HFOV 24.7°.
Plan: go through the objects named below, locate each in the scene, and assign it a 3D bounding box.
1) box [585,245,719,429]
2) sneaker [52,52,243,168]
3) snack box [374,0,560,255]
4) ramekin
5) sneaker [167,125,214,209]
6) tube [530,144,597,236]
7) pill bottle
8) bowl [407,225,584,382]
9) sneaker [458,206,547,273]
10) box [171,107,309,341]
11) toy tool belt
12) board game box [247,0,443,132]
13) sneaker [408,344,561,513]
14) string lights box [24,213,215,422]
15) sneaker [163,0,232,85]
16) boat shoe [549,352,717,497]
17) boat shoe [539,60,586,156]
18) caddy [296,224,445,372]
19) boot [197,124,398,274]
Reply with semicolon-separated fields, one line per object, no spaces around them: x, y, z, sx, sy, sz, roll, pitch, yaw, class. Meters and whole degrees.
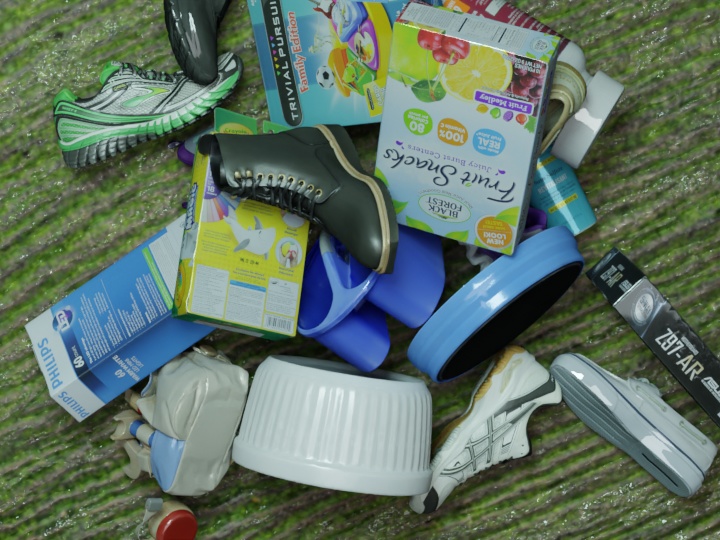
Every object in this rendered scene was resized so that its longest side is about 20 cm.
0.312;0.076;1.621;0.043;0.160;0.200;-41;99;6;box
-0.207;-0.170;1.591;0.198;0.078;0.086;-21;100;1;sneaker
0.090;-0.125;1.455;0.141;0.053;0.202;17;127;12;snack box
-0.021;0.147;1.603;0.197;0.200;0.107;10;91;-5;ramekin
-0.125;-0.046;1.629;0.087;0.074;0.202;-17;90;11;sneaker
0.168;-0.125;1.639;0.077;0.050;0.202;-30;93;-7;tube
0.146;-0.188;1.570;0.199;0.110;0.110;32;98;6;pill bottle
0.134;0.036;1.585;0.200;0.201;0.040;-40;75;4;bowl
0.108;-0.081;1.610;0.200;0.081;0.088;44;127;-13;sneaker
-0.108;-0.044;1.552;0.116;0.048;0.203;14;77;-26;box
-0.189;0.166;1.649;0.124;0.123;0.202;5;109;-41;toy tool belt
-0.010;-0.215;1.551;0.198;0.047;0.153;-3;103;38;board game box
0.129;0.178;1.671;0.087;0.076;0.201;35;97;-5;sneaker
-0.224;0.046;1.612;0.199;0.103;0.059;-34;140;4;string lights box
-0.146;-0.276;1.558;0.090;0.076;0.203;-6;81;-11;sneaker
0.281;0.145;1.687;0.200;0.073;0.067;44;67;-7;boat shoe
0.128;-0.109;1.513;0.073;0.063;0.200;44;123;-9;boat shoe
0.000;0.000;1.576;0.105;0.201;0.141;39;111;-20;caddy
-0.057;-0.061;1.473;0.137;0.200;0.078;-2;122;-24;boot
